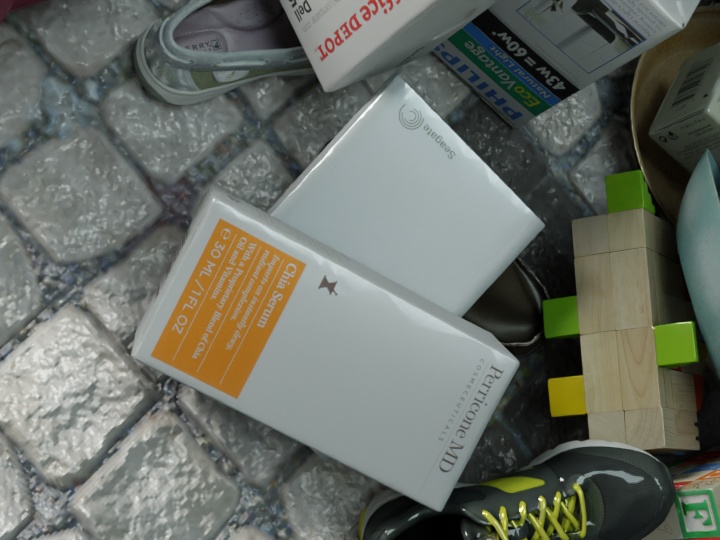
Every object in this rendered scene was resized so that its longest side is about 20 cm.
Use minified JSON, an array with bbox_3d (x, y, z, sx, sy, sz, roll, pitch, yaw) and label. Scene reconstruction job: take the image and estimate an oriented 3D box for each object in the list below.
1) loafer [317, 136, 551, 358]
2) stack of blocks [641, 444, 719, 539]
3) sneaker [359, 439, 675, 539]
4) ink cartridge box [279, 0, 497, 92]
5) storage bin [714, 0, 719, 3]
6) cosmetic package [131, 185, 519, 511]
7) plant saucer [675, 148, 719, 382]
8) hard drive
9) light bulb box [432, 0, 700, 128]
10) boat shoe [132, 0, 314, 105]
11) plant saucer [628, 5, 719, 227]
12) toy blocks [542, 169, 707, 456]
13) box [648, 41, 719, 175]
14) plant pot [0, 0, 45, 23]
[{"bbox_3d":[0.055,-0.015,0.807,0.199,0.071,0.073,40,66,-14],"label":"loafer"},{"bbox_3d":[0.244,0.157,0.839,0.198,0.114,0.060,-9,84,-45],"label":"stack of blocks"},{"bbox_3d":[0.093,0.157,0.741,0.197,0.085,0.076,-15,93,8],"label":"sneaker"},{"bbox_3d":[-0.003,-0.227,0.715,0.083,0.145,0.202,-27,90,-31],"label":"ink cartridge box"},{"bbox_3d":[0.314,-0.268,0.947,0.198,0.144,0.137,11,89,-43],"label":"storage bin"},{"bbox_3d":[-0.021,0.044,0.712,0.198,0.071,0.103,27,94,-12],"label":"cosmetic package"},{"bbox_3d":[0.244,0.022,0.820,0.202,0.038,0.203,55,25,-40],"label":"plant saucer"},{"bbox_3d":[0.000,0.000,0.757,0.132,0.027,0.200,43,91,-12],"label":"hard drive"},{"bbox_3d":[0.153,-0.230,0.825,0.124,0.200,0.199,39,66,-12],"label":"light bulb box"},{"bbox_3d":[-0.049,-0.164,0.790,0.200,0.065,0.075,-24,91,-28],"label":"boat shoe"},{"bbox_3d":[0.277,-0.100,0.951,0.197,0.035,0.204,6,78,-26],"label":"plant saucer"},{"bbox_3d":[0.197,0.048,0.844,0.136,0.099,0.204,14,70,-58],"label":"toy blocks"},{"bbox_3d":[0.311,-0.075,0.904,0.199,0.068,0.083,40,66,-15],"label":"box"},{"bbox_3d":[-0.197,-0.227,0.672,0.178,0.199,0.203,-18,88,-42],"label":"plant pot"}]
